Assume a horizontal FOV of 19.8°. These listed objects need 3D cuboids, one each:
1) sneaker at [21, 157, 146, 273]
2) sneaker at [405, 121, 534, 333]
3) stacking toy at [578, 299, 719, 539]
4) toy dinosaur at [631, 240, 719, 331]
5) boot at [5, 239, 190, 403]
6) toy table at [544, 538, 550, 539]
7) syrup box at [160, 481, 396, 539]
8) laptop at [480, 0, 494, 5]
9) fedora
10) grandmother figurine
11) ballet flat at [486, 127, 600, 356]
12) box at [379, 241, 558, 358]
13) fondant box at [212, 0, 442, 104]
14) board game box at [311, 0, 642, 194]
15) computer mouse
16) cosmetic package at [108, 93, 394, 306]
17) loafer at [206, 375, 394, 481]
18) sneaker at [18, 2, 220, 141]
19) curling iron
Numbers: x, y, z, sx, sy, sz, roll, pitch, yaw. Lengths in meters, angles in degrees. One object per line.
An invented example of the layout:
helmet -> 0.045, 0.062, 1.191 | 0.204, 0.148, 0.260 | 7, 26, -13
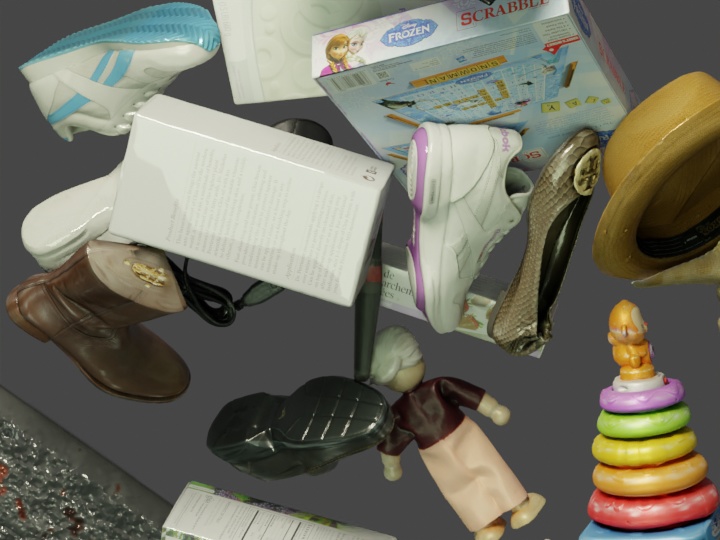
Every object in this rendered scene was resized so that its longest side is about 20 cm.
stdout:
sneaker -> -0.178, -0.046, 1.722 | 0.198, 0.076, 0.089 | -20, 139, 9
sneaker -> 0.085, -0.028, 1.590 | 0.099, 0.075, 0.201 | -6, 134, -7
stacking toy -> 0.228, 0.122, 1.669 | 0.109, 0.116, 0.202 | -5, 98, 20
toy dinosaur -> 0.292, 0.000, 1.591 | 0.198, 0.058, 0.102 | -15, 128, -9
boot -> -0.178, 0.041, 1.684 | 0.185, 0.065, 0.199 | 27, 152, -25
toy table -> 0.113, 0.323, 1.753 | 0.200, 0.118, 0.184 | 40, 125, -15
syrup box -> -0.074, 0.261, 1.811 | 0.198, 0.082, 0.079 | 14, 118, 9
laptop -> 0.037, -0.243, 1.476 | 0.199, 0.177, 0.104 | -20, 112, 46
fedora -> 0.243, -0.082, 1.552 | 0.201, 0.200, 0.082 | -50, 54, 27
grandmother figurine -> 0.067, 0.136, 1.735 | 0.121, 0.061, 0.201 | -32, 99, 5
ballet flat -> 0.150, -0.017, 1.592 | 0.046, 0.067, 0.201 | 38, 124, 32
box -> 0.062, 0.017, 1.690 | 0.198, 0.041, 0.039 | 18, 117, 7
fondant box -> -0.013, -0.215, 1.600 | 0.198, 0.058, 0.146 | -5, 112, 16
board game box -> 0.092, -0.135, 1.549 | 0.198, 0.042, 0.200 | -12, 151, 19
computer mouse -> -0.081, -0.027, 1.683 | 0.200, 0.046, 0.140 | -39, 134, 12
cosmetic package -> -0.083, -0.055, 1.590 | 0.198, 0.071, 0.102 | 17, 111, 4
loafer -> -0.039, 0.138, 1.742 | 0.199, 0.073, 0.072 | -8, 136, 46
sneaker -> -0.182, -0.158, 1.654 | 0.199, 0.076, 0.081 | -9, 113, 40
curling iron -> 0.000, 0.000, 1.665 | 0.049, 0.026, 0.202 | 16, 125, 32
